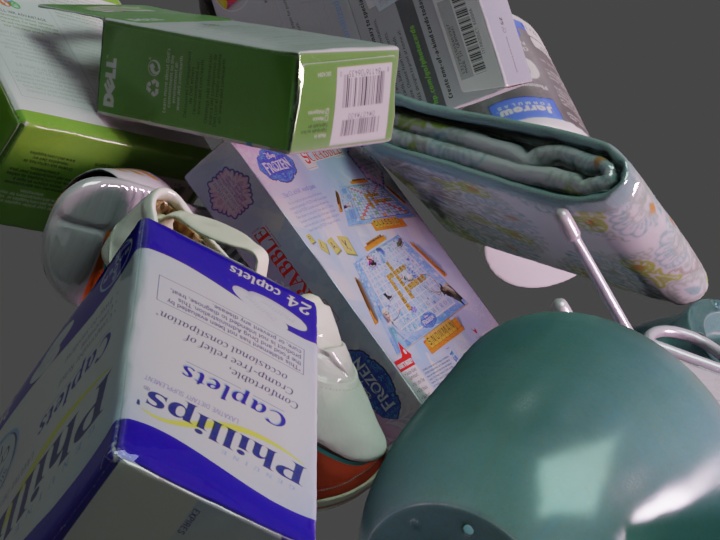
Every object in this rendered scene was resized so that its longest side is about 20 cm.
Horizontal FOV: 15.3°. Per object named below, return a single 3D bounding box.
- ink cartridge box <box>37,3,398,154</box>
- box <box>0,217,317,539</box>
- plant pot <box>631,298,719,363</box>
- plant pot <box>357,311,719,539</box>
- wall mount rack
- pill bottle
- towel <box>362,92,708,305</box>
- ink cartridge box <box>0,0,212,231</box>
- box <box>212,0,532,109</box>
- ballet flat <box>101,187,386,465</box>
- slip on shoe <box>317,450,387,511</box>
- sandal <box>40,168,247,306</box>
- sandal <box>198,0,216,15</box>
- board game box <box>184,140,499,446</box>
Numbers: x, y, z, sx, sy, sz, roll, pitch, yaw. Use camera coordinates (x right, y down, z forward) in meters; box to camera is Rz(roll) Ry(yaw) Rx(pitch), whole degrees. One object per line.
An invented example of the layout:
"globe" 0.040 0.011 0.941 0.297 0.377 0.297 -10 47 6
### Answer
"ink cartridge box" -0.087 -0.116 1.587 0.199 0.060 0.104 13 13 33
"box" -0.111 0.110 1.267 0.104 0.184 0.201 28 27 -18
"plant pot" 0.222 0.105 1.728 0.199 0.134 0.201 29 28 -17
"plant pot" 0.090 0.146 1.453 0.200 0.201 0.161 42 39 11
"wall mount rack" 0.180 0.049 1.561 0.173 0.075 0.200 20 26 -6
"pill bottle" 0.106 -0.086 1.918 0.113 0.114 0.201 19 31 -30
"towel" 0.109 -0.048 1.691 0.199 0.048 0.171 19 -11 31
"ink cartridge box" -0.195 -0.114 1.648 0.147 0.076 0.200 11 35 -40
"box" 0.001 -0.166 1.770 0.041 0.199 0.157 -16 87 -58
"ballet flat" -0.058 0.026 1.468 0.200 0.070 0.069 38 26 16
"slip on shoe" -0.054 0.091 1.505 0.199 0.061 0.074 9 35 -45
"sandal" -0.133 -0.020 1.578 0.059 0.080 0.206 35 11 29
"sandal" -0.046 -0.147 1.901 0.201 0.057 0.080 34 61 -39
"board game box" 0.000 0.000 1.642 0.200 0.041 0.200 54 20 6
